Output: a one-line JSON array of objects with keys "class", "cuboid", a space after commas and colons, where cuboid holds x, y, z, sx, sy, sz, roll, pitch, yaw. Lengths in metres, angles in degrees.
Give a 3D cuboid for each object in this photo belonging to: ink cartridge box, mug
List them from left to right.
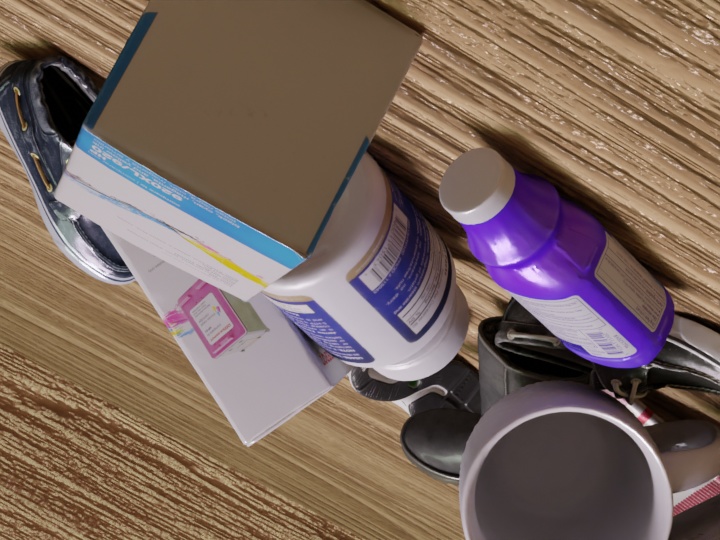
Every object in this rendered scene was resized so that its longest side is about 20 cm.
[{"class": "ink cartridge box", "cuboid": [-0.079, -0.087, 1.096, 0.144, 0.148, 0.200, 29, 166, -8]}, {"class": "ink cartridge box", "cuboid": [-0.096, 0.021, 1.406, 0.201, 0.084, 0.145, 58, -172, 0]}, {"class": "mug", "cuboid": [0.170, 0.147, 1.360, 0.199, 0.148, 0.175, -13, -174, 4]}]

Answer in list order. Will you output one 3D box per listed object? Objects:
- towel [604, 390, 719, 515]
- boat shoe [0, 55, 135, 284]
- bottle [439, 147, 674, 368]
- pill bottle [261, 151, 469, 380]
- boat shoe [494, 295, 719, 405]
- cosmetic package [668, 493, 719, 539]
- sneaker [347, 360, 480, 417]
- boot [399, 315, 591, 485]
[{"class": "towel", "cuboid": [0.247, 0.168, 1.551, 0.200, 0.023, 0.144, 39, 151, 1]}, {"class": "boat shoe", "cuboid": [-0.215, -0.074, 1.447, 0.091, 0.071, 0.201, 0, 125, 58]}, {"class": "bottle", "cuboid": [0.123, -0.008, 1.185, 0.083, 0.066, 0.200, 12, 160, 45]}, {"class": "pill bottle", "cuboid": [0.000, 0.000, 1.328, 0.119, 0.120, 0.200, 18, 163, 33]}, {"class": "boat shoe", "cuboid": [0.189, 0.062, 1.317, 0.199, 0.064, 0.071, 18, 163, 31]}, {"class": "cosmetic package", "cuboid": [0.303, 0.225, 1.371, 0.123, 0.199, 0.200, 66, 164, 4]}, {"class": "sneaker", "cuboid": [0.032, 0.083, 1.730, 0.200, 0.076, 0.115, 32, -173, -47]}, {"class": "boot", "cuboid": [0.108, 0.110, 1.534, 0.181, 0.073, 0.200, 12, 150, 18]}]
